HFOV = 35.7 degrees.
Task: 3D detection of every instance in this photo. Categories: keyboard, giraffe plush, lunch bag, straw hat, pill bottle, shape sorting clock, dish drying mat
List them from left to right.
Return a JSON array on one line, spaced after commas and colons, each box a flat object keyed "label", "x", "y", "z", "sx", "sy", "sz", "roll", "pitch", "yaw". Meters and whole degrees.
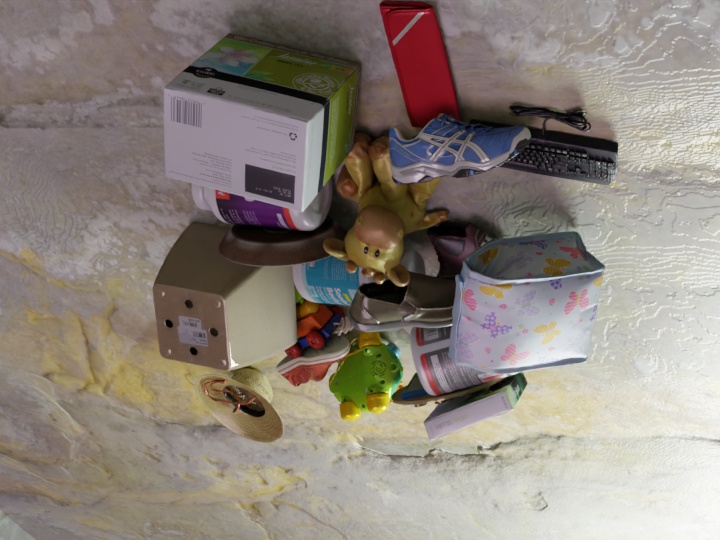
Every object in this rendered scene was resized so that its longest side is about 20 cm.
[{"label": "straw hat", "x": -0.221, "y": 0.242, "z": 2.208, "sx": 0.200, "sy": 0.085, "sz": 0.202, "roll": 18, "pitch": 140, "yaw": 16}, {"label": "pill bottle", "x": -0.149, "y": -0.122, "z": 1.670, "sx": 0.198, "sy": 0.113, "sz": 0.113, "roll": 6, "pitch": 141, "yaw": 24}, {"label": "pill bottle", "x": 0.000, "y": 0.000, "z": 1.723, "sx": 0.199, "sy": 0.111, "sz": 0.111, "roll": 4, "pitch": 140, "yaw": 38}, {"label": "giraffe plush", "x": 0.027, "y": -0.073, "z": 1.582, "sx": 0.171, "sy": 0.163, "sz": 0.201, "roll": 7, "pitch": 141, "yaw": 23}, {"label": "dish drying mat", "x": 0.079, "y": -0.258, "z": 1.438, "sx": 0.076, "sy": 0.018, "sz": 0.201, "roll": 6, "pitch": 141, "yaw": 23}, {"label": "shape sorting clock", "x": 0.148, "y": 0.190, "z": 1.844, "sx": 0.199, "sy": 0.199, "sz": 0.040, "roll": -10, "pitch": 100, "yaw": 39}, {"label": "pill bottle", "x": 0.186, "y": 0.115, "z": 1.727, "sx": 0.198, "sy": 0.116, "sz": 0.116, "roll": -16, "pitch": 132, "yaw": 14}, {"label": "lunch bag", "x": 0.222, "y": 0.044, "z": 1.564, "sx": 0.198, "sy": 0.127, "sz": 0.171, "roll": -9, "pitch": 125, "yaw": -14}, {"label": "keyboard", "x": 0.237, "y": -0.167, "z": 1.459, "sx": 0.198, "sy": 0.021, "sz": 0.128, "roll": 11, "pitch": 143, "yaw": 18}]

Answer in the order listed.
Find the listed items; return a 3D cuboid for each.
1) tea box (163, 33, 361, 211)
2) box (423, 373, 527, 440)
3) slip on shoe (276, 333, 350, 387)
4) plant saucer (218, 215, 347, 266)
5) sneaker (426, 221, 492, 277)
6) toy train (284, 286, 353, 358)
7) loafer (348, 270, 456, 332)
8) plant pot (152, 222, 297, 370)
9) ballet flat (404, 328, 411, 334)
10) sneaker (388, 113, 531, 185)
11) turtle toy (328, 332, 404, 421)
[{"label": "tea box", "x": -0.126, "y": -0.198, "z": 1.463, "sx": 0.198, "sy": 0.197, "sz": 0.135, "roll": 15, "pitch": 125, "yaw": 12}, {"label": "box", "x": 0.189, "y": 0.213, "z": 1.807, "sx": 0.143, "sy": 0.200, "sz": 0.037, "roll": -23, "pitch": 91, "yaw": 16}, {"label": "slip on shoe", "x": -0.075, "y": 0.161, "z": 1.967, "sx": 0.061, "sy": 0.074, "sz": 0.200, "roll": 51, "pitch": 142, "yaw": -10}, {"label": "plant saucer", "x": -0.117, "y": -0.054, "z": 1.691, "sx": 0.199, "sy": 0.200, "sz": 0.032, "roll": 5, "pitch": 113, "yaw": 25}, {"label": "sneaker", "x": 0.130, "y": -0.013, "z": 1.689, "sx": 0.115, "sy": 0.076, "sz": 0.200, "roll": 40, "pitch": 134, "yaw": -10}, {"label": "toy train", "x": -0.083, "y": 0.066, "z": 1.911, "sx": 0.116, "sy": 0.085, "sz": 0.199, "roll": 51, "pitch": 139, "yaw": -12}, {"label": "loafer", "x": 0.080, "y": 0.039, "z": 1.608, "sx": 0.198, "sy": 0.075, "sz": 0.070, "roll": -11, "pitch": 133, "yaw": -8}, {"label": "plant pot", "x": -0.234, "y": 0.056, "z": 1.836, "sx": 0.198, "sy": 0.177, "sz": 0.202, "roll": 9, "pitch": 116, "yaw": 21}, {"label": "ballet flat", "x": 0.135, "y": 0.101, "z": 1.826, "sx": 0.199, "sy": 0.070, "sz": 0.070, "roll": 23, "pitch": 145, "yaw": 3}, {"label": "sneaker", "x": 0.123, "y": -0.165, "z": 1.453, "sx": 0.198, "sy": 0.076, "sz": 0.078, "roll": -9, "pitch": 108, "yaw": 24}, {"label": "turtle toy", "x": 0.010, "y": 0.191, "z": 1.973, "sx": 0.100, "sy": 0.147, "sz": 0.199, "roll": 6, "pitch": 160, "yaw": -38}]
